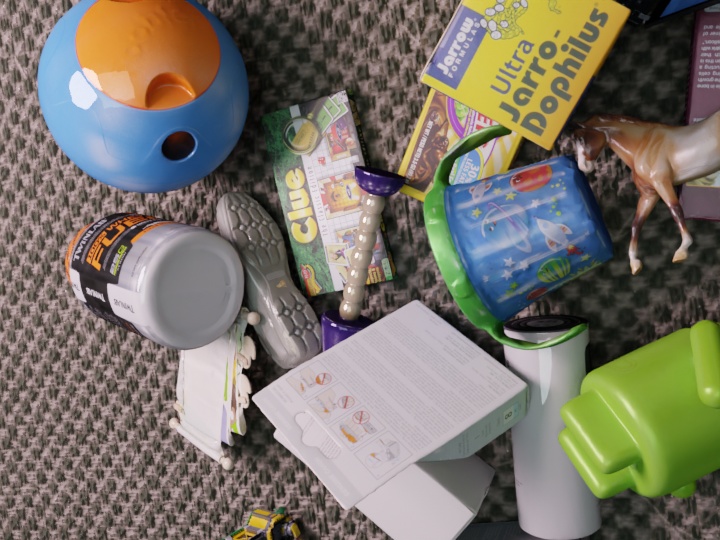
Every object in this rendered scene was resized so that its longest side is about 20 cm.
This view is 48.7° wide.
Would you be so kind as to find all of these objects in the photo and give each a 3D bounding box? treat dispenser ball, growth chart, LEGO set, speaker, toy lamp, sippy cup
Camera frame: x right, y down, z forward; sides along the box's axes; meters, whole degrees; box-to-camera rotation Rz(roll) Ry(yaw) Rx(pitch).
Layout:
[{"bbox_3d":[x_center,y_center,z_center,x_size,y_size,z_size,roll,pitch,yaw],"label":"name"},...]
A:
[{"bbox_3d":[-0.212,-0.177,0.787,0.201,0.201,0.201,3,99,20],"label":"treat dispenser ball"},{"bbox_3d":[-0.161,0.117,0.870,0.145,0.018,0.200,27,114,41],"label":"growth chart"},{"bbox_3d":[-0.094,0.364,0.851,0.116,0.154,0.200,1,91,37],"label":"LEGO set"},{"bbox_3d":[0.182,0.147,0.756,0.081,0.081,0.200,-3,96,20],"label":"speaker"},{"bbox_3d":[0.000,0.000,0.791,0.058,0.058,0.200,18,106,17],"label":"toy lamp"},{"bbox_3d":[0.142,-0.032,0.692,0.130,0.140,0.178,-22,113,22],"label":"sippy cup"}]

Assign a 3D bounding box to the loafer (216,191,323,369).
[{"bbox_3d":[-0.107,0.011,0.847,0.070,0.070,0.200,-38,71,46],"label":"loafer"}]

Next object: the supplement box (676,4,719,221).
[{"bbox_3d":[0.327,-0.140,0.657,0.110,0.086,0.200,6,100,20],"label":"supplement box"}]

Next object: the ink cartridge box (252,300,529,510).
[{"bbox_3d":[0.027,0.123,0.726,0.160,0.200,0.047,39,149,42],"label":"ink cartridge box"}]

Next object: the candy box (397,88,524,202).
[{"bbox_3d":[0.113,-0.152,0.766,0.102,0.026,0.200,24,106,11],"label":"candy box"}]

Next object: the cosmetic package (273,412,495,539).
[{"bbox_3d":[0.027,0.186,0.805,0.200,0.108,0.085,39,109,12],"label":"cosmetic package"}]

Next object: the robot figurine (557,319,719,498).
[{"bbox_3d":[0.272,0.116,0.678,0.200,0.176,0.116,-22,46,-10],"label":"robot figurine"}]

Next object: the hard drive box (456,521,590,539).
[{"bbox_3d":[0.139,0.343,0.803,0.200,0.077,0.156,-10,95,21],"label":"hard drive box"}]

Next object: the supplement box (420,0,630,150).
[{"bbox_3d":[0.133,-0.172,0.636,0.109,0.200,0.109,30,107,7],"label":"supplement box"}]

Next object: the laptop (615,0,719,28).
[{"bbox_3d":[0.244,-0.289,0.615,0.200,0.103,0.177,32,73,14],"label":"laptop"}]

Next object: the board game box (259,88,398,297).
[{"bbox_3d":[-0.034,-0.078,0.833,0.105,0.023,0.200,-13,93,24],"label":"board game box"}]

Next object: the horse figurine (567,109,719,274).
[{"bbox_3d":[0.269,-0.077,0.609,0.200,0.050,0.133,-14,75,32],"label":"horse figurine"}]

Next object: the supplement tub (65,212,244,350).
[{"bbox_3d":[-0.222,0.005,0.831,0.200,0.122,0.123,12,103,46],"label":"supplement tub"}]
